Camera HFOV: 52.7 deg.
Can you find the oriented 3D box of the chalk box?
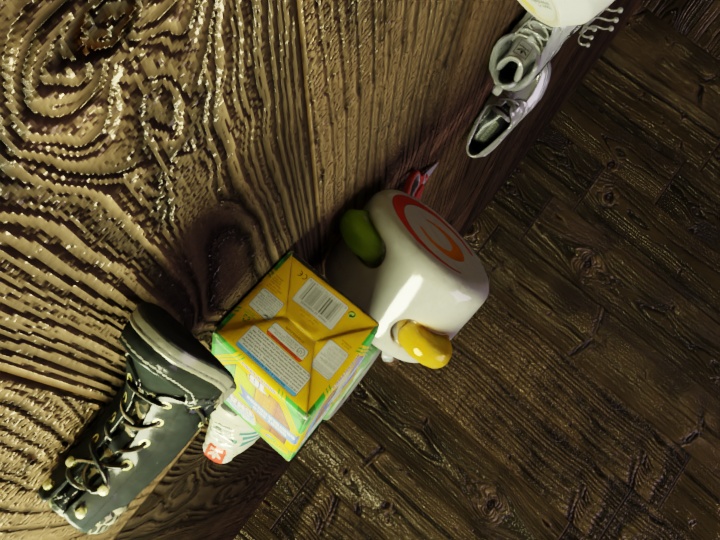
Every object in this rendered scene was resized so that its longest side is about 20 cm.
[{"bbox_3d":[-0.078,0.103,0.770,0.124,0.123,0.201,-47,169,-30],"label":"chalk box"}]

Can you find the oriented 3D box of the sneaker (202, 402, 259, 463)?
[{"bbox_3d":[-0.156,0.197,0.897,0.095,0.069,0.200,-57,175,-11],"label":"sneaker"}]

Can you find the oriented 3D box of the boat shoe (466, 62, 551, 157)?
[{"bbox_3d":[0.245,-0.268,1.208,0.202,0.073,0.065,-59,173,30],"label":"boat shoe"}]

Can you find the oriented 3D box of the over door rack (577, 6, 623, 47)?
[{"bbox_3d":[0.592,-0.625,1.699,0.202,0.066,0.148,-54,172,7],"label":"over door rack"}]

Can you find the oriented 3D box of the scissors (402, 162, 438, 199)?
[{"bbox_3d":[0.093,-0.140,1.075,0.201,0.014,0.075,-60,153,-48],"label":"scissors"}]

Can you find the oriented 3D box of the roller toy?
[{"bbox_3d":[0.053,0.012,0.880,0.140,0.200,0.182,-49,175,22],"label":"roller toy"}]

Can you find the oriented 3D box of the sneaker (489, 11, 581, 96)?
[{"bbox_3d":[0.241,-0.319,0.970,0.201,0.075,0.115,-55,174,38],"label":"sneaker"}]

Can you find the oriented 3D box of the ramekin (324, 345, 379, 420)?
[{"bbox_3d":[-0.044,0.173,1.327,0.201,0.097,0.200,-51,172,-10],"label":"ramekin"}]

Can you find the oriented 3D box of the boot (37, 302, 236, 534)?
[{"bbox_3d":[-0.163,0.113,0.515,0.154,0.073,0.204,-48,171,-14],"label":"boot"}]

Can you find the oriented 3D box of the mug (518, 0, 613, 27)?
[{"bbox_3d":[0.202,-0.296,0.644,0.153,0.150,0.186,-45,166,6],"label":"mug"}]

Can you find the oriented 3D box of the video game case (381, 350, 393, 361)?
[{"bbox_3d":[0.051,0.049,1.234,0.182,0.021,0.206,75,19,-81],"label":"video game case"}]
